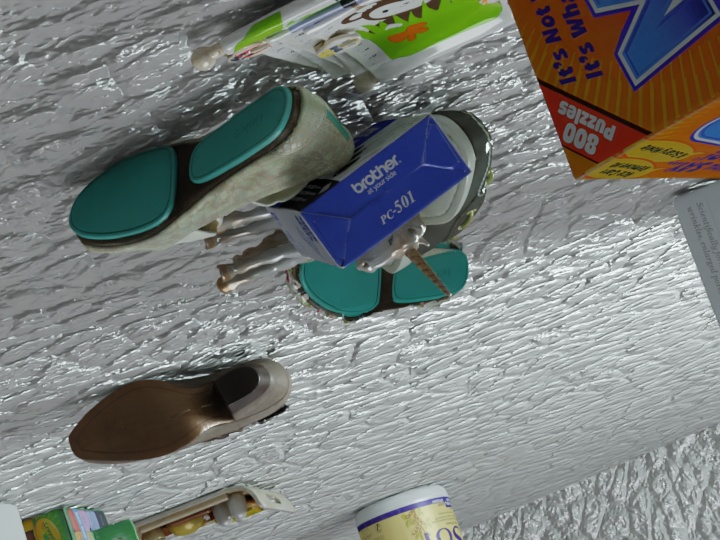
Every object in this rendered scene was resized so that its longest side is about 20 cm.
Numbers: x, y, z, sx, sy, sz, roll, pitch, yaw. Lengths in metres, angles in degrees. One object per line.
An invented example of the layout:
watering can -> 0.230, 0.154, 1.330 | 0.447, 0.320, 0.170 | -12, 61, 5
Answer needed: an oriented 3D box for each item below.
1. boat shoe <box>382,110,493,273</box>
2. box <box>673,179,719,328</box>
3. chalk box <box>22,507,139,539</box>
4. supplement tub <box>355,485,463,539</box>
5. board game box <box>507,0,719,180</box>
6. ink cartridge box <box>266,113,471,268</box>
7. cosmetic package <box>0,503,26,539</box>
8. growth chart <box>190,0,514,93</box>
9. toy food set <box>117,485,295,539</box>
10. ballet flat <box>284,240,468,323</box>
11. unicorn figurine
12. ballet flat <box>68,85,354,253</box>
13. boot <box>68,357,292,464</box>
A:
boat shoe -> 0.051, -0.061, 1.463 | 0.060, 0.072, 0.202 | -28, 169, -22
box -> 0.408, -0.006, 1.895 | 0.200, 0.199, 0.131 | -24, 166, 21
chalk box -> -0.337, 0.338, 2.420 | 0.200, 0.125, 0.124 | -23, 167, 12
supplement tub -> 0.087, 0.431, 3.220 | 0.145, 0.200, 0.145 | -18, 167, -4
board game box -> 0.187, -0.168, 0.916 | 0.200, 0.200, 0.200 | -31, 162, 38
ink cartridge box -> 0.000, -0.048, 1.310 | 0.094, 0.044, 0.200 | -37, -173, -5
cosmetic package -> -0.415, 0.281, 2.159 | 0.107, 0.085, 0.200 | -21, 167, 11
growth chart -> 0.014, -0.137, 1.208 | 0.145, 0.018, 0.200 | -25, 168, 26
toy food set -> -0.190, 0.320, 2.690 | 0.200, 0.061, 0.143 | -21, 166, 12
ballet flat -> 0.000, 0.000, 1.652 | 0.064, 0.076, 0.200 | 14, -173, 42
unicorn figurine -> -0.033, -0.024, 1.470 | 0.137, 0.074, 0.200 | -15, -164, -7
ballet flat -> -0.087, -0.046, 1.282 | 0.200, 0.068, 0.062 | -22, 140, 37
boot -> -0.155, 0.133, 1.962 | 0.200, 0.070, 0.146 | -18, 169, -2
